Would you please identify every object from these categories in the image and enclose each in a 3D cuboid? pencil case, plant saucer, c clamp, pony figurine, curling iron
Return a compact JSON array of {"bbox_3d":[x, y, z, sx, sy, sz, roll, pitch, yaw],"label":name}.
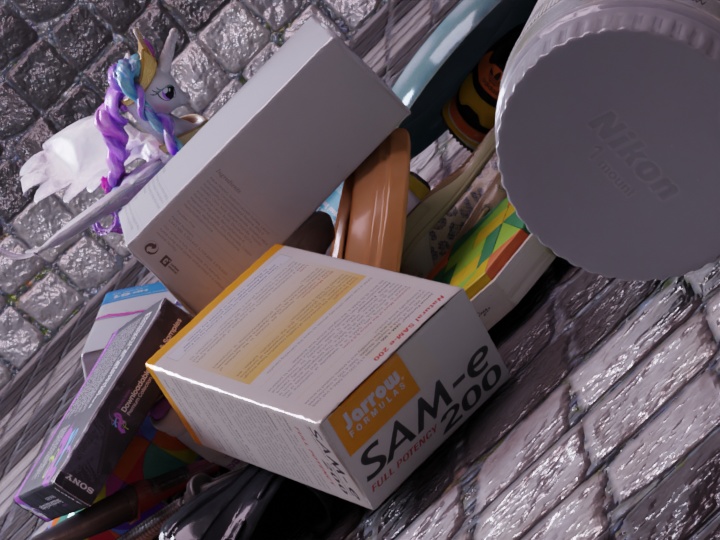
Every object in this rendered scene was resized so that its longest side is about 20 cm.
[{"bbox_3d":[-0.177,0.185,1.756,0.200,0.088,0.088,-56,8,6],"label":"pencil case"},{"bbox_3d":[0.000,0.000,1.663,0.200,0.037,0.201,-172,90,-86],"label":"plant saucer"},{"bbox_3d":[0.077,-0.160,1.809,0.200,0.027,0.200,-46,-10,-10],"label":"plant saucer"},{"bbox_3d":[-0.130,0.173,1.612,0.200,0.027,0.171,-34,-15,30],"label":"c clamp"},{"bbox_3d":[-0.153,-0.062,1.767,0.193,0.200,0.167,-38,28,15],"label":"pony figurine"},{"bbox_3d":[-0.155,0.164,1.645,0.200,0.026,0.050,-19,-43,-54],"label":"curling iron"}]

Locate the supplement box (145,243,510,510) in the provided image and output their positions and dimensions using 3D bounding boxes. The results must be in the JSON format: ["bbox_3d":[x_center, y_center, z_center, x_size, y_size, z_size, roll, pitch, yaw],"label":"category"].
[{"bbox_3d":[-0.023,0.061,1.482,0.126,0.074,0.200,-42,30,-22],"label":"supplement box"}]

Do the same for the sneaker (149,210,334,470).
[{"bbox_3d":[-0.065,0.049,1.670,0.200,0.099,0.075,-58,16,-25],"label":"sneaker"}]

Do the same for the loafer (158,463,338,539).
[{"bbox_3d":[-0.039,0.138,1.529,0.070,0.068,0.200,26,53,37],"label":"loafer"}]

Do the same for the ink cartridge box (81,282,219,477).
[{"bbox_3d":[-0.158,0.101,1.888,0.084,0.145,0.200,-9,12,0],"label":"ink cartridge box"}]

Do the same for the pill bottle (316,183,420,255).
[{"bbox_3d":[-0.030,0.016,1.829,0.200,0.111,0.111,-47,9,-2],"label":"pill bottle"}]

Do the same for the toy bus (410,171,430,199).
[{"bbox_3d":[-0.051,-0.023,2.081,0.193,0.135,0.200,-62,15,-13],"label":"toy bus"}]

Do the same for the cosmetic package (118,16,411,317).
[{"bbox_3d":[-0.068,-0.072,1.645,0.200,0.081,0.113,-43,16,4],"label":"cosmetic package"}]

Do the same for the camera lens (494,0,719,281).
[{"bbox_3d":[0.163,-0.103,1.329,0.160,0.160,0.200,-40,11,30],"label":"camera lens"}]

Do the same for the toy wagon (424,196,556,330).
[{"bbox_3d":[0.086,-0.003,1.618,0.155,0.040,0.200,-42,10,23],"label":"toy wagon"}]

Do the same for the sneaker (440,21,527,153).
[{"bbox_3d":[0.146,-0.160,1.823,0.200,0.070,0.090,-37,-11,-40],"label":"sneaker"}]

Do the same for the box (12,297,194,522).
[{"bbox_3d":[-0.175,0.098,1.646,0.143,0.036,0.200,-60,8,-15],"label":"box"}]

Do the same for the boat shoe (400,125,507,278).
[{"bbox_3d":[0.103,-0.058,1.749,0.200,0.063,0.073,-45,-17,-9],"label":"boat shoe"}]
